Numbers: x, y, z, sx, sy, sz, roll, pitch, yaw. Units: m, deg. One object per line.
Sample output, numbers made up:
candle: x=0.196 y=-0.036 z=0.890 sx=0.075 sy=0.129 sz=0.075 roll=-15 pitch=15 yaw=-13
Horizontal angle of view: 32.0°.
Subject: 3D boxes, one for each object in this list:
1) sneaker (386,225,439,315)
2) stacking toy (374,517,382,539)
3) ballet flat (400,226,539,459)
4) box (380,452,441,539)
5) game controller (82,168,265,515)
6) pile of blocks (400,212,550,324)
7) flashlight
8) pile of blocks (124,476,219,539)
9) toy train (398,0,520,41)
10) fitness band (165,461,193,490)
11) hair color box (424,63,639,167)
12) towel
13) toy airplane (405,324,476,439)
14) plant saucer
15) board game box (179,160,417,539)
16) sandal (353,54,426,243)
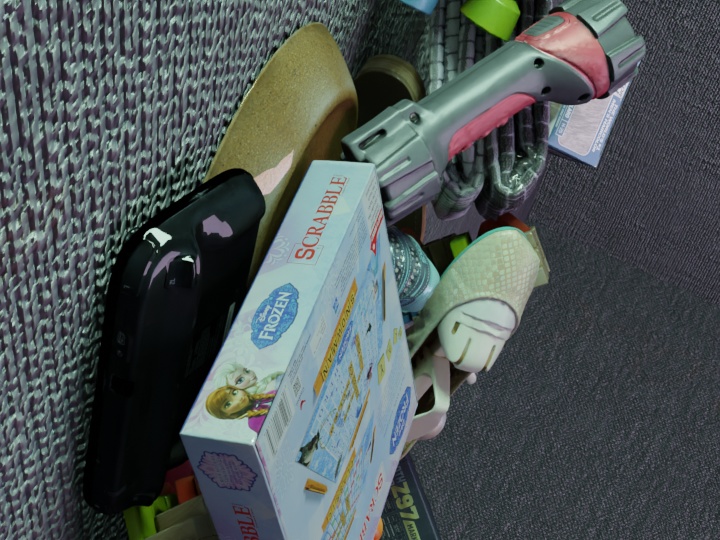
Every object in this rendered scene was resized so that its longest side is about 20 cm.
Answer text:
sneaker: x=0.000 y=0.000 z=0.861 sx=0.078 sy=0.086 sz=0.200 roll=-62 pitch=-170 yaw=1
stacking toy: x=-0.033 y=0.131 z=0.839 sx=0.116 sy=0.109 sz=0.202 roll=129 pitch=-31 yaw=-52
ballet flat: x=0.061 y=0.058 z=0.835 sx=0.200 sy=0.067 sz=0.063 roll=-55 pitch=-148 yaw=35
box: x=0.014 y=0.147 z=0.997 sx=0.158 sy=0.051 sz=0.202 roll=-109 pitch=179 yaw=-80
game controller: x=-0.097 y=0.041 z=0.647 sx=0.104 sy=0.042 sz=0.201 roll=-52 pitch=164 yaw=-48
pile of blocks: x=0.043 y=0.000 z=0.904 sx=0.082 sy=0.199 sz=0.063 roll=-28 pitch=99 yaw=-54
flashlight: x=0.083 y=-0.099 z=0.781 sx=0.199 sy=0.068 sz=0.068 roll=-36 pitch=165 yaw=-14
pile of blocks: x=-0.124 y=0.160 z=0.754 sx=0.081 sy=0.063 sz=0.200 roll=-9 pitch=162 yaw=-26
toy train: x=0.107 y=-0.196 z=0.796 sx=0.116 sy=0.199 sz=0.085 roll=-61 pitch=-146 yaw=18
fitness band: x=-0.086 y=0.098 z=0.901 sx=0.201 sy=0.037 sz=0.144 roll=-57 pitch=170 yaw=-40
hair color box: x=0.136 y=-0.159 z=1.054 sx=0.200 sy=0.060 sz=0.101 roll=28 pitch=-82 yaw=57
towel: x=0.092 y=-0.140 z=0.907 sx=0.166 sy=0.085 sz=0.202 roll=38 pitch=53 yaw=-86
toy airplane: x=0.029 y=0.098 z=1.194 sx=0.199 sy=0.141 sz=0.200 roll=-44 pitch=-174 yaw=-22
plant saucer: x=-0.047 y=-0.045 z=0.741 sx=0.201 sy=0.035 sz=0.200 roll=-62 pitch=170 yaw=-19
board game box: x=-0.022 y=0.080 z=0.690 sx=0.201 sy=0.041 sz=0.201 roll=-67 pitch=155 yaw=-43
sandal: x=0.027 y=-0.083 z=0.945 sx=0.213 sy=0.077 sz=0.070 roll=95 pitch=21 yaw=-47
